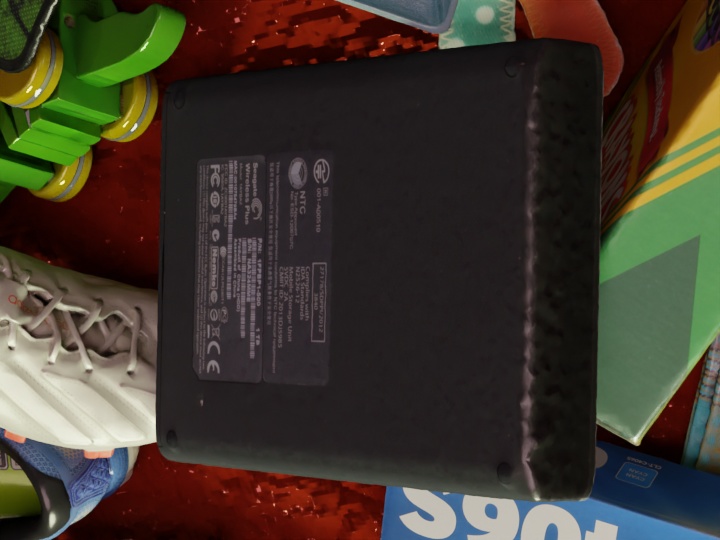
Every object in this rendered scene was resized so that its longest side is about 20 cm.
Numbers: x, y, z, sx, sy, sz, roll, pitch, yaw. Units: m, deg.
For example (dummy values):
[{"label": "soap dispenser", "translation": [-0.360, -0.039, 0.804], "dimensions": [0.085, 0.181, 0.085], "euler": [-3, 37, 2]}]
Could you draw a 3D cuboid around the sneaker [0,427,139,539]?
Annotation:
[{"label": "sneaker", "translation": [-0.192, 0.078, 0.899], "dimensions": [0.199, 0.089, 0.079], "euler": [-6, 109, 15]}]

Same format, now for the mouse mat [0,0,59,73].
[{"label": "mouse mat", "translation": [-0.128, -0.185, 0.769], "dimensions": [0.161, 0.008, 0.200], "euler": [48, 129, 20]}]

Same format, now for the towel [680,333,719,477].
[{"label": "towel", "translation": [0.192, 0.073, 0.845], "dimensions": [0.146, 0.022, 0.201], "euler": [14, 114, 8]}]

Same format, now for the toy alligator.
[{"label": "toy alligator", "translation": [-0.139, -0.051, 0.860], "dimensions": [0.200, 0.059, 0.054], "euler": [-38, 54, 30]}]

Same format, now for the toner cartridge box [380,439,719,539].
[{"label": "toner cartridge box", "translation": [0.104, 0.120, 0.850], "dimensions": [0.199, 0.043, 0.095], "euler": [15, 118, 20]}]

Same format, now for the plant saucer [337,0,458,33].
[{"label": "plant saucer", "translation": [-0.057, -0.136, 0.719], "dimensions": [0.199, 0.019, 0.070], "euler": [19, 129, 1]}]

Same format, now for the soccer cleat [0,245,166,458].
[{"label": "soccer cleat", "translation": [-0.133, 0.020, 0.847], "dimensions": [0.199, 0.069, 0.078], "euler": [6, 136, -10]}]

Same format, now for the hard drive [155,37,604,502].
[{"label": "hard drive", "translation": [0.000, 0.000, 0.770], "dimensions": [0.200, 0.033, 0.140], "euler": [0, 88, 52]}]

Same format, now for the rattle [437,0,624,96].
[{"label": "rattle", "translation": [0.029, -0.169, 0.785], "dimensions": [0.200, 0.143, 0.130], "euler": [33, 136, -28]}]

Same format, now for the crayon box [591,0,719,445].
[{"label": "crayon box", "translation": [0.125, -0.056, 0.752], "dimensions": [0.051, 0.127, 0.200], "euler": [31, 114, -5]}]
